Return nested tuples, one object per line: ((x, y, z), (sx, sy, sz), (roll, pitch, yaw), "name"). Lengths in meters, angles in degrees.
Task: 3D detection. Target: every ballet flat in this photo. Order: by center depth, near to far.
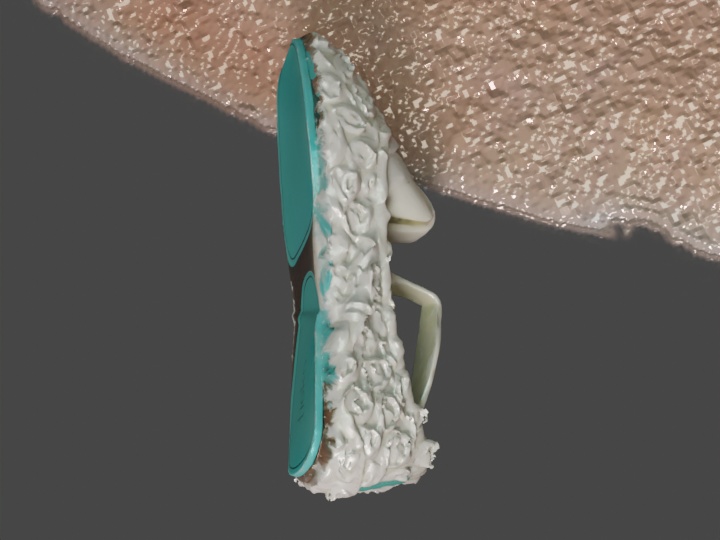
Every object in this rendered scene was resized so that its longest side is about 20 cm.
((0.000, 0.000, 0.991), (0.072, 0.072, 0.201), (-6, 70, 11), "ballet flat")
